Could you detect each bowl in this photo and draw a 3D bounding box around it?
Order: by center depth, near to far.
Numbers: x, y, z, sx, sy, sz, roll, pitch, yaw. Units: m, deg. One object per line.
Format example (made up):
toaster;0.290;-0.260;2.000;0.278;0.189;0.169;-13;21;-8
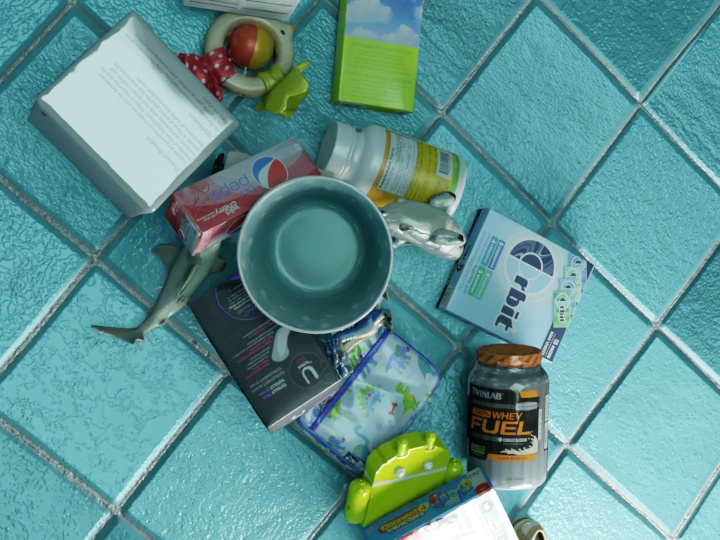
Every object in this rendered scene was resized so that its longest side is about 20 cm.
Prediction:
bowl;-0.058;-0.024;1.504;0.200;0.105;0.201;0;96;-1

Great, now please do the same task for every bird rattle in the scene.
bird rattle;-0.167;-0.291;1.622;0.199;0.113;0.164;10;75;-6

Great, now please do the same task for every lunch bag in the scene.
lunch bag;0.003;0.181;1.672;0.161;0.082;0.200;43;77;-11

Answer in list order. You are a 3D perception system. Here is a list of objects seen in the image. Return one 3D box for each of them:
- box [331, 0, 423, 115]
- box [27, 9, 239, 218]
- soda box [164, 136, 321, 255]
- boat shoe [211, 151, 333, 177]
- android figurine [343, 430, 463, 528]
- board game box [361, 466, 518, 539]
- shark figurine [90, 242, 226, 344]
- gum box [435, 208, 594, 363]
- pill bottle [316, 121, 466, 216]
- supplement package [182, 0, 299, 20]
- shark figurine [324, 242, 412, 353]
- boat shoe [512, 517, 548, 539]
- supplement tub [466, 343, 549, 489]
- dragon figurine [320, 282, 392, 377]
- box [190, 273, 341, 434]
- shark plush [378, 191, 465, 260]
box;0.026;-0.337;1.689;0.122;0.048;0.201;6;89;-19
box;-0.302;-0.195;1.505;0.199;0.200;0.171;46;75;-14
soda box;-0.153;-0.100;1.510;0.200;0.063;0.070;-30;78;-30
boat shoe;-0.119;-0.105;1.618;0.199;0.093;0.075;17;60;-12
android figurine;0.063;0.307;1.653;0.182;0.041;0.200;-7;129;-26
board game box;0.130;0.411;1.670;0.195;0.056;0.200;-27;120;-2
shark figurine;-0.269;0.013;1.588;0.089;0.128;0.215;40;91;11
gum box;0.239;0.024;1.764;0.200;0.045;0.170;27;83;-17
pill bottle;0.042;-0.145;1.663;0.200;0.111;0.111;18;85;-17
supplement package;-0.156;-0.466;1.575;0.155;0.111;0.201;4;77;-18
shark figurine;0.011;0.018;1.669;0.128;0.090;0.215;6;69;5
boat shoe;0.268;0.485;1.761;0.071;0.076;0.201;-11;94;-18
supplement tub;0.219;0.215;1.710;0.122;0.123;0.201;-3;97;-18
dragon figurine;-0.009;0.044;1.581;0.099;0.059;0.201;-5;67;-1
box;-0.129;0.106;1.578;0.122;0.106;0.200;-32;79;-9
shark plush;0.059;-0.049;1.601;0.199;0.083;0.091;-3;54;-24
